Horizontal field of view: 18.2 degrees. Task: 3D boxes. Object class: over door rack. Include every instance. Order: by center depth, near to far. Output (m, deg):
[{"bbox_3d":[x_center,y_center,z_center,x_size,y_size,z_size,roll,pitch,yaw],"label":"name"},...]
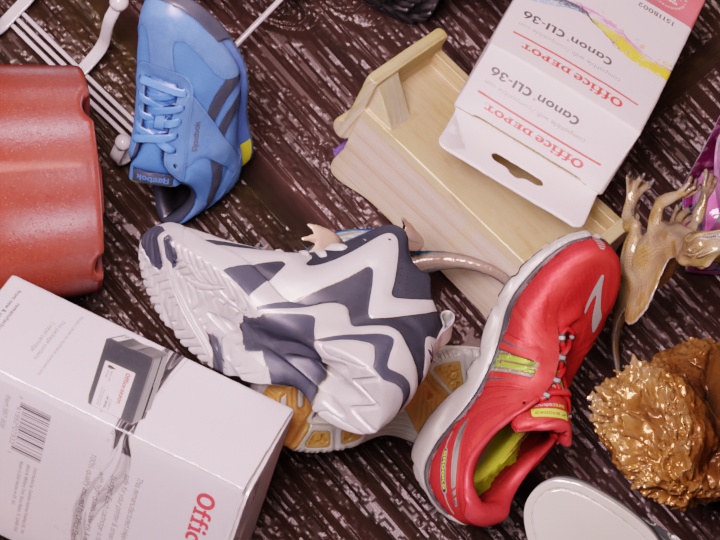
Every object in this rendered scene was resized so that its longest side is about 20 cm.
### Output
[{"bbox_3d":[-0.144,-0.191,1.537,0.148,0.067,0.200,44,76,10],"label":"over door rack"}]

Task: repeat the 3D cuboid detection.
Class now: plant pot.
[{"bbox_3d":[-0.267,-0.050,1.434,0.194,0.201,0.202,-5,73,-11],"label":"plant pot"}]

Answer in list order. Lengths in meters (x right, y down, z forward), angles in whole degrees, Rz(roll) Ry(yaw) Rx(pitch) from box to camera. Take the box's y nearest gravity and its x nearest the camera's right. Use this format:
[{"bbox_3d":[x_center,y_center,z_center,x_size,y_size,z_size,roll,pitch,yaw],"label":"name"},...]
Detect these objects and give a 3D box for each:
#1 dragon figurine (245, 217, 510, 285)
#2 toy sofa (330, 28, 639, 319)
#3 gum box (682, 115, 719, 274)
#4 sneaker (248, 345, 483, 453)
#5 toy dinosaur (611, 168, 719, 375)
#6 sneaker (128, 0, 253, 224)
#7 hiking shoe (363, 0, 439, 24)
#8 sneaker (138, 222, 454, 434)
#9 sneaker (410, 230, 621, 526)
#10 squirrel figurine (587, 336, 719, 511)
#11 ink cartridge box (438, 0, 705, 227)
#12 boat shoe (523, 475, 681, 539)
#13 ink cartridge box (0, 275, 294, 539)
[{"bbox_3d":[0.000,0.000,1.478,0.199,0.099,0.059,-3,87,-12],"label":"dragon figurine"},{"bbox_3d":[0.079,-0.055,1.502,0.200,0.098,0.083,44,52,11],"label":"toy sofa"},{"bbox_3d":[0.280,-0.057,1.435,0.113,0.200,0.067,1,72,-3],"label":"gum box"},{"bbox_3d":[0.022,0.073,1.456,0.199,0.088,0.076,5,104,-22],"label":"sneaker"},{"bbox_3d":[0.182,-0.006,1.423,0.058,0.200,0.102,20,62,-5],"label":"toy dinosaur"},{"bbox_3d":[-0.116,-0.098,1.439,0.066,0.200,0.079,29,64,19],"label":"sneaker"},{"bbox_3d":[0.067,-0.237,1.496,0.076,0.200,0.101,26,68,-29],"label":"hiking shoe"},{"bbox_3d":[-0.030,0.011,1.388,0.198,0.080,0.129,24,38,26],"label":"sneaker"},{"bbox_3d":[0.113,0.073,1.396,0.077,0.085,0.201,25,97,-33],"label":"sneaker"},{"bbox_3d":[0.239,0.119,1.388,0.199,0.142,0.187,9,38,19],"label":"squirrel figurine"},{"bbox_3d":[0.140,-0.133,1.478,0.116,0.068,0.200,30,48,0],"label":"ink cartridge box"},{"bbox_3d":[0.178,0.195,1.384,0.200,0.062,0.073,41,107,-8],"label":"boat shoe"},{"bbox_3d":[-0.157,0.115,1.392,0.199,0.145,0.084,25,43,6],"label":"ink cartridge box"}]
